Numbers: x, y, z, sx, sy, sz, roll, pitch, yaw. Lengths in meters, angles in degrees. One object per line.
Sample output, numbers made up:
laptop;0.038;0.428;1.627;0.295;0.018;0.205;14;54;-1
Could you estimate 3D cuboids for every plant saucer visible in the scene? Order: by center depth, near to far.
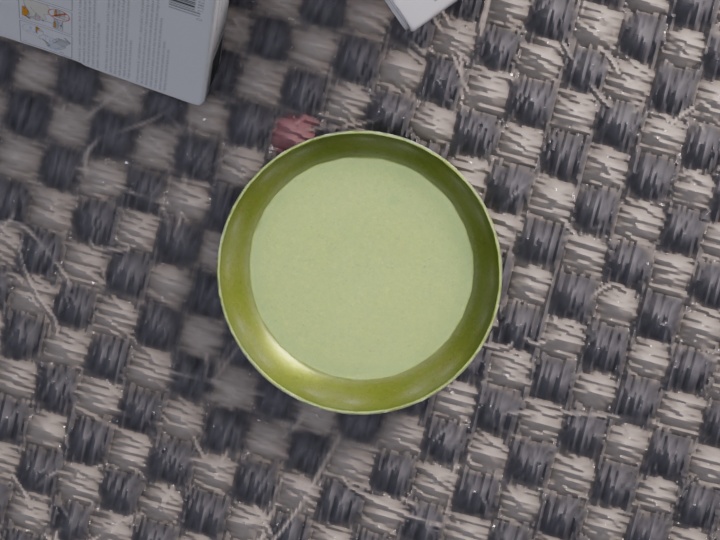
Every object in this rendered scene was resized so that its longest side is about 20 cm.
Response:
plant saucer;0.000;0.000;1.656;0.199;0.031;0.201;1;100;4

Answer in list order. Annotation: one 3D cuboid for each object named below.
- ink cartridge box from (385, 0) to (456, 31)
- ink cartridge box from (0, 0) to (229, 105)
ink cartridge box;0.084;-0.258;1.546;0.200;0.145;0.084;-35;107;8
ink cartridge box;-0.173;-0.191;1.556;0.173;0.200;0.044;20;69;0
